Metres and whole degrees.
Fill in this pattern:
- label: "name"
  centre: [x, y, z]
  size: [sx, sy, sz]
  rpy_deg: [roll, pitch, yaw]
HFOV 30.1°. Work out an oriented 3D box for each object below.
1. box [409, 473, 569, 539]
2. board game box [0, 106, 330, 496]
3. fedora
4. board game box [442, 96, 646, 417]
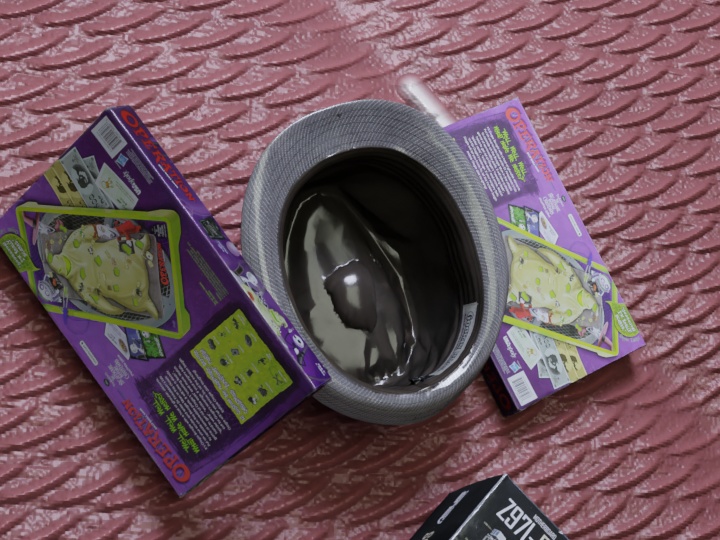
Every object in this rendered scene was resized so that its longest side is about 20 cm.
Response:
- label: "box"
  centre: [0.090, 0.254, 0.808]
  size: [0.200, 0.086, 0.164]
  rpy_deg: [46, 63, -2]
- label: "board game box"
  centre: [-0.121, 0.019, 0.787]
  size: [0.200, 0.120, 0.032]
  rpy_deg: [54, 21, 5]
- label: "fedora"
  centre: [0.000, 0.000, 0.856]
  size: [0.176, 0.090, 0.201]
  rpy_deg: [-26, 91, -24]
- label: "board game box"
  centre: [0.106, -0.012, 0.938]
  size: [0.120, 0.032, 0.201]
  rpy_deg: [-23, 83, -22]
